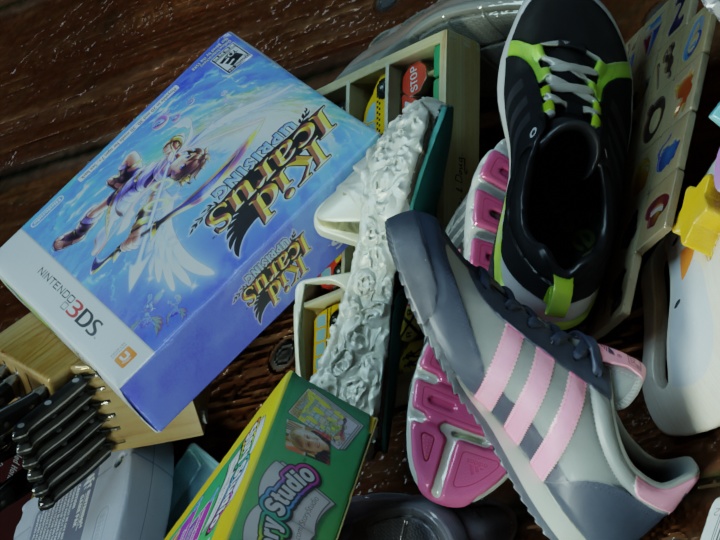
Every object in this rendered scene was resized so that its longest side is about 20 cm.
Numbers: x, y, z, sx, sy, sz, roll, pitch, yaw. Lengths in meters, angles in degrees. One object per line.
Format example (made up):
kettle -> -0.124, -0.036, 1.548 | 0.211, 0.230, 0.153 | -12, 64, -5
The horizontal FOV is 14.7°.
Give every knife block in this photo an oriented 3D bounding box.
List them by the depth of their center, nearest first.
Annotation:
knife block -> -0.176, 0.058, 1.631 | 0.174, 0.064, 0.201 | -9, 34, 9

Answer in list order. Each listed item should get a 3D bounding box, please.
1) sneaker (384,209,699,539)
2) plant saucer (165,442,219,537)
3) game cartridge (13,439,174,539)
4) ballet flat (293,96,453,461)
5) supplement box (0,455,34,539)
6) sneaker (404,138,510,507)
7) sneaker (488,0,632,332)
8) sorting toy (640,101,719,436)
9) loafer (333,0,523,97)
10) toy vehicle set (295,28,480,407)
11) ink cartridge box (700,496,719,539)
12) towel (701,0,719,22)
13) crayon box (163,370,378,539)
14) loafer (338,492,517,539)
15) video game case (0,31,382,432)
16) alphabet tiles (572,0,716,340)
sneaker -> 0.086, 0.043, 1.318 | 0.082, 0.201, 0.070 | -30, 20, 10
plant saucer -> -0.132, 0.196, 1.602 | 0.201, 0.019, 0.070 | -57, 34, -1
game cartridge -> -0.165, 0.181, 1.604 | 0.133, 0.041, 0.201 | -41, 27, 40
ballet flat -> 0.000, 0.000, 1.468 | 0.072, 0.071, 0.202 | 0, 76, 51
supplement box -> -0.308, 0.144, 1.697 | 0.132, 0.200, 0.198 | -10, 54, 47
sneaker -> 0.063, 0.035, 1.426 | 0.088, 0.073, 0.201 | 117, 167, -63
sneaker -> 0.108, -0.063, 1.384 | 0.083, 0.071, 0.201 | 116, 160, -63
sorting toy -> 0.191, -0.012, 1.335 | 0.180, 0.106, 0.201 | -49, 29, 45
loafer -> 0.058, -0.134, 1.604 | 0.199, 0.072, 0.063 | -21, 37, 45
toy vehicle set -> 0.015, -0.022, 1.551 | 0.124, 0.026, 0.202 | -23, 58, 45
ink cartridge box -> 0.209, 0.166, 1.162 | 0.199, 0.045, 0.177 | -13, 43, 46
towel -> 0.221, -0.204, 1.360 | 0.166, 0.086, 0.200 | -43, -2, 16
crayon box -> -0.073, 0.172, 1.354 | 0.173, 0.058, 0.200 | -53, 10, 35
loafer -> 0.000, 0.150, 1.455 | 0.199, 0.063, 0.072 | -13, 92, 48
video game case -> -0.093, -0.028, 1.566 | 0.200, 0.046, 0.181 | -45, 39, -7
alphabet tiles -> 0.135, -0.049, 1.428 | 0.166, 0.006, 0.201 | 134, 155, -61
